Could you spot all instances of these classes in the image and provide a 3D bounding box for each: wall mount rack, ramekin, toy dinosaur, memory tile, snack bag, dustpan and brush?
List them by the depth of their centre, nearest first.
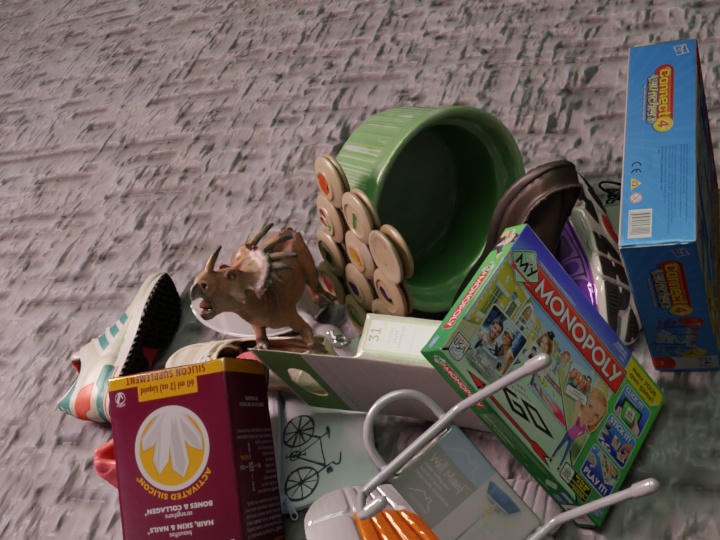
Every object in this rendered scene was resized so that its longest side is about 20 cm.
[{"bbox_3d":[0.099,0.155,0.699,0.174,0.200,0.075,-41,5,2],"label":"wall mount rack"},{"bbox_3d":[0.000,0.000,0.911,0.017,0.201,0.154,-26,57,-19],"label":"memory tile"},{"bbox_3d":[-0.079,0.002,0.913,0.085,0.136,0.200,-10,28,14],"label":"toy dinosaur"},{"bbox_3d":[-0.078,0.156,0.936,0.199,0.021,0.189,-18,40,9],"label":"snack bag"},{"bbox_3d":[0.061,-0.068,0.975,0.200,0.201,0.097,-42,35,-19],"label":"ramekin"},{"bbox_3d":[-0.074,0.041,1.025,0.139,0.058,0.199,-28,20,-28],"label":"dustpan and brush"}]

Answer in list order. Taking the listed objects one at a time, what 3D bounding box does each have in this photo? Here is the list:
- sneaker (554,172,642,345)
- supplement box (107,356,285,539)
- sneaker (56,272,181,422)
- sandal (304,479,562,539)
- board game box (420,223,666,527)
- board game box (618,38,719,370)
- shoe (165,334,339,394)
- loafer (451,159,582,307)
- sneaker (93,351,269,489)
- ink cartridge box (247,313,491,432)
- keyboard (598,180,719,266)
[{"bbox_3d":[0.205,-0.007,0.930,0.083,0.080,0.201,-40,45,29],"label":"sneaker"},{"bbox_3d":[-0.132,0.180,0.811,0.110,0.086,0.202,-11,79,16],"label":"supplement box"},{"bbox_3d":[-0.268,0.079,1.078,0.093,0.071,0.201,-1,48,18],"label":"sneaker"},{"bbox_3d":[0.059,0.215,0.779,0.205,0.060,0.079,-2,36,-6],"label":"sandal"},{"bbox_3d":[0.149,0.082,0.766,0.135,0.200,0.029,-52,20,-28],"label":"board game box"},{"bbox_3d":[0.262,-0.050,0.819,0.055,0.196,0.201,-3,57,24],"label":"board game box"},{"bbox_3d":[-0.109,0.087,0.970,0.199,0.054,0.070,-2,43,23],"label":"shoe"},{"bbox_3d":[0.154,-0.010,0.894,0.073,0.201,0.071,-11,48,-35],"label":"loafer"},{"bbox_3d":[-0.166,0.141,0.898,0.200,0.087,0.074,-44,34,15],"label":"sneaker"},{"bbox_3d":[0.023,0.086,0.847,0.199,0.146,0.048,6,65,24],"label":"ink cartridge box"},{"bbox_3d":[0.301,-0.042,0.956,0.199,0.040,0.105,-6,67,21],"label":"keyboard"}]
